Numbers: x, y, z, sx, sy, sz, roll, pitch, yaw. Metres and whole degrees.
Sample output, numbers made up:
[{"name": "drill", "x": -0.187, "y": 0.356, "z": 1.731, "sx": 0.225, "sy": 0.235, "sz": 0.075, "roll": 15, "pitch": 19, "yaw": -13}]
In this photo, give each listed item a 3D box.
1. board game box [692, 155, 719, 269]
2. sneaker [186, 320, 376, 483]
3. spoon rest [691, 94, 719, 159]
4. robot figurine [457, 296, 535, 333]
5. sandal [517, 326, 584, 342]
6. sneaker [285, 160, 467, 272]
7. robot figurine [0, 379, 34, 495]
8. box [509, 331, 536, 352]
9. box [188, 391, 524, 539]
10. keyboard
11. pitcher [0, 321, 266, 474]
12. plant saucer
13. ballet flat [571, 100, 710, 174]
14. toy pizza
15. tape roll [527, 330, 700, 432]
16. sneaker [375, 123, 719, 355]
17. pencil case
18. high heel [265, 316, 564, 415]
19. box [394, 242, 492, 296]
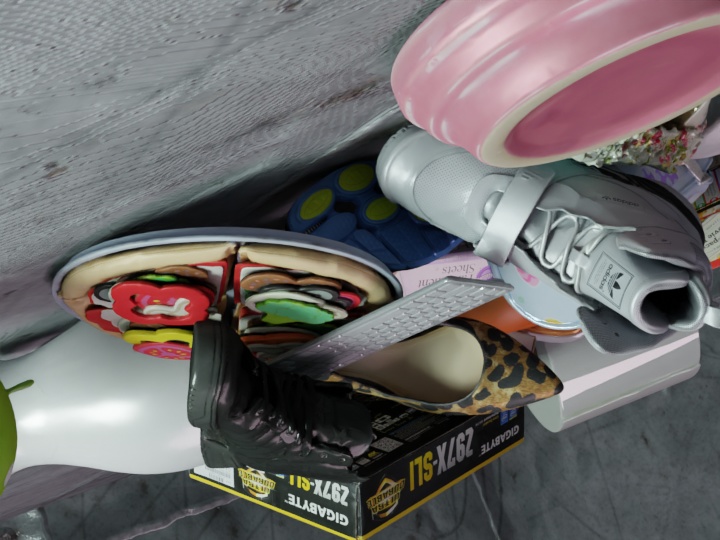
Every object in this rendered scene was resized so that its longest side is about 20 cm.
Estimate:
[{"name": "board game box", "x": 0.282, "y": -0.079, "z": 1.104, "sx": 0.200, "sy": 0.046, "sz": 0.152, "roll": -24, "pitch": -148, "yaw": 22}, {"name": "sneaker", "x": -0.041, "y": 0.081, "z": 0.876, "sx": 0.104, "sy": 0.060, "sz": 0.200, "roll": 3, "pitch": 156, "yaw": 0}, {"name": "spoon rest", "x": 0.262, "y": -0.128, "z": 0.940, "sx": 0.200, "sy": 0.061, "sz": 0.099, "roll": -25, "pitch": -155, "yaw": 43}, {"name": "robot figurine", "x": 0.119, "y": -0.016, "z": 1.146, "sx": 0.144, "sy": 0.117, "sz": 0.200, "roll": -13, "pitch": -179, "yaw": 37}, {"name": "sandal", "x": 0.099, "y": 0.005, "z": 1.259, "sx": 0.207, "sy": 0.079, "sz": 0.059, "roll": 10, "pitch": 153, "yaw": 30}, {"name": "sneaker", "x": 0.022, "y": -0.027, "z": 0.931, "sx": 0.083, "sy": 0.071, "sz": 0.200, "roll": -34, "pitch": 170, "yaw": 34}, {"name": "robot figurine", "x": -0.267, "y": 0.096, "z": 0.794, "sx": 0.175, "sy": 0.116, "sz": 0.200, "roll": -36, "pitch": 167, "yaw": 37}, {"name": "box", "x": 0.030, "y": 0.057, "z": 1.275, "sx": 0.200, "sy": 0.041, "sz": 0.156, "roll": 15, "pitch": 167, "yaw": -6}, {"name": "box", "x": 0.001, "y": 0.117, "z": 1.106, "sx": 0.160, "sy": 0.049, "sz": 0.200, "roll": 12, "pitch": -157, "yaw": 37}, {"name": "keyboard", "x": -0.003, "y": 0.041, "z": 0.880, "sx": 0.200, "sy": 0.011, "sz": 0.056, "roll": -27, "pitch": 162, "yaw": 40}, {"name": "pitcher", "x": -0.164, "y": 0.075, "z": 1.042, "sx": 0.200, "sy": 0.121, "sz": 0.172, "roll": -12, "pitch": -165, "yaw": 1}, {"name": "plant saucer", "x": 0.114, "y": -0.100, "z": 0.677, "sx": 0.200, "sy": 0.051, "sz": 0.201, "roll": -20, "pitch": 168, "yaw": -4}, {"name": "ballet flat", "x": 0.164, "y": -0.095, "z": 0.863, "sx": 0.064, "sy": 0.076, "sz": 0.200, "roll": -38, "pitch": 169, "yaw": 30}, {"name": "toy pizza", "x": -0.075, "y": 0.023, "z": 0.869, "sx": 0.200, "sy": 0.032, "sz": 0.200, "roll": 0, "pitch": 161, "yaw": 0}, {"name": "tape roll", "x": 0.202, "y": 0.030, "z": 1.386, "sx": 0.139, "sy": 0.203, "sz": 0.203, "roll": -22, "pitch": 173, "yaw": -8}, {"name": "sneaker", "x": 0.108, "y": -0.021, "z": 0.821, "sx": 0.200, "sy": 0.075, "sz": 0.115, "roll": 17, "pitch": -156, "yaw": -16}, {"name": "pencil case", "x": 0.160, "y": -0.037, "z": 0.992, "sx": 0.200, "sy": 0.091, "sz": 0.083, "roll": -40, "pitch": 146, "yaw": -49}, {"name": "high heel", "x": 0.033, "y": 0.063, "z": 1.019, "sx": 0.200, "sy": 0.071, "sz": 0.143, "roll": 12, "pitch": -178, "yaw": 13}, {"name": "box", "x": 0.000, "y": 0.000, "z": 0.998, "sx": 0.200, "sy": 0.039, "sz": 0.041, "roll": -6, "pitch": 126, "yaw": -24}]
